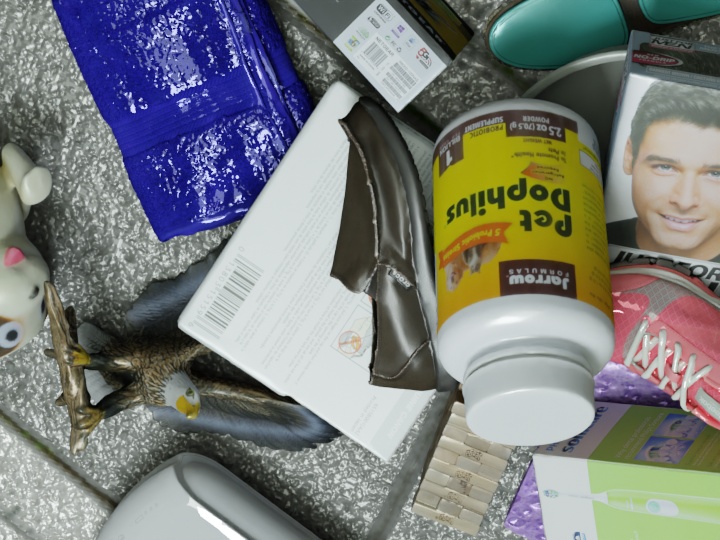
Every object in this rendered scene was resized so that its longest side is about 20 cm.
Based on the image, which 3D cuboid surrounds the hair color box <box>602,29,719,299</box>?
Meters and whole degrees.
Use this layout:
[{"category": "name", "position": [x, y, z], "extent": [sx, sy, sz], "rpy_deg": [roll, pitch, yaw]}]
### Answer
[{"category": "hair color box", "position": [0.205, -0.048, 1.146], "extent": [0.098, 0.061, 0.201], "rpy_deg": [10, 126, 5]}]

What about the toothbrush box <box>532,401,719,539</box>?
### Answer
[{"category": "toothbrush box", "position": [0.229, 0.176, 1.182], "extent": [0.199, 0.086, 0.146], "rpy_deg": [1, 115, 32]}]

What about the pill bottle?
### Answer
[{"category": "pill bottle", "position": [0.100, 0.002, 1.090], "extent": [0.109, 0.109, 0.201], "rpy_deg": [-7, 59, 10]}]

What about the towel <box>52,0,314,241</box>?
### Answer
[{"category": "towel", "position": [-0.119, -0.130, 1.247], "extent": [0.147, 0.050, 0.201], "rpy_deg": [-22, 99, 12]}]

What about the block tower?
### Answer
[{"category": "block tower", "position": [0.094, 0.089, 1.255], "extent": [0.054, 0.058, 0.201], "rpy_deg": [21, 116, 0]}]

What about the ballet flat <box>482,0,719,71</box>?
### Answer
[{"category": "ballet flat", "position": [0.181, -0.185, 1.182], "extent": [0.199, 0.075, 0.068], "rpy_deg": [-15, 117, 18]}]

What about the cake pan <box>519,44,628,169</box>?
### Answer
[{"category": "cake pan", "position": [0.188, -0.069, 1.196], "extent": [0.199, 0.037, 0.201], "rpy_deg": [6, 126, 8]}]

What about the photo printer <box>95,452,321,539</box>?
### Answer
[{"category": "photo printer", "position": [-0.106, 0.241, 1.325], "extent": [0.200, 0.069, 0.167], "rpy_deg": [37, 117, -1]}]

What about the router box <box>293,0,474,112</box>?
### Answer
[{"category": "router box", "position": [-0.015, -0.204, 1.165], "extent": [0.052, 0.157, 0.200], "rpy_deg": [-42, 95, 16]}]

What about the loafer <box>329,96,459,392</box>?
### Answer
[{"category": "loafer", "position": [0.012, -0.012, 1.146], "extent": [0.071, 0.073, 0.201], "rpy_deg": [-14, 93, -1]}]

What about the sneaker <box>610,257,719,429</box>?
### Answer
[{"category": "sneaker", "position": [0.218, 0.056, 1.127], "extent": [0.199, 0.087, 0.074], "rpy_deg": [17, 128, 1]}]

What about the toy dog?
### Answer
[{"category": "toy dog", "position": [-0.303, -0.024, 1.258], "extent": [0.194, 0.139, 0.200], "rpy_deg": [-40, 86, 30]}]

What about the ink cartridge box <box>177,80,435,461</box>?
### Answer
[{"category": "ink cartridge box", "position": [0.000, 0.000, 1.205], "extent": [0.173, 0.044, 0.201], "rpy_deg": [34, 92, -4]}]

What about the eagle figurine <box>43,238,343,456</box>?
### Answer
[{"category": "eagle figurine", "position": [-0.121, 0.070, 1.282], "extent": [0.199, 0.151, 0.152], "rpy_deg": [-12, 148, -18]}]

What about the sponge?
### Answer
[{"category": "sponge", "position": [0.188, 0.123, 1.263], "extent": [0.111, 0.030, 0.201], "rpy_deg": [23, 117, 4]}]
